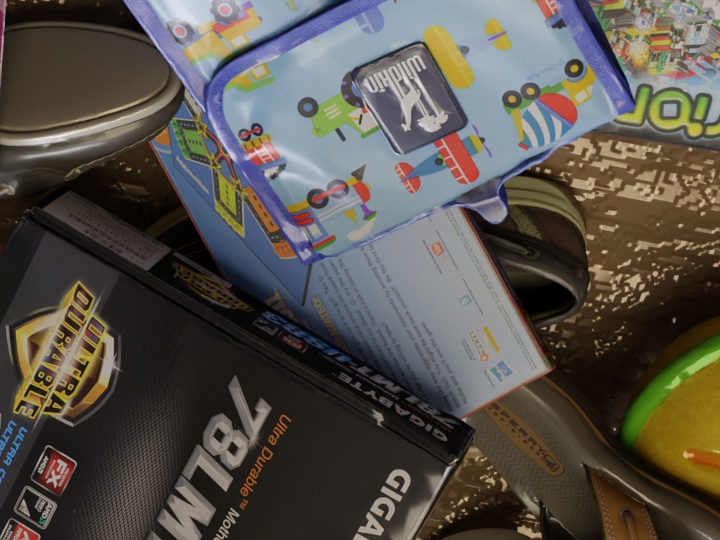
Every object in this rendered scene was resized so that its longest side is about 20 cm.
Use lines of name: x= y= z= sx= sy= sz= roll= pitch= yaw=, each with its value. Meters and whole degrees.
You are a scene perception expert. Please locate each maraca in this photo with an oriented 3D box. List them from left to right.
maraca: x=0.188 y=0.092 z=1.223 sx=0.137 sy=0.107 sz=0.200 roll=-29 pitch=132 yaw=11

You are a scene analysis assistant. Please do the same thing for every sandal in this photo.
sandal: x=0.105 y=0.110 z=1.159 sx=0.200 sy=0.055 sz=0.082 roll=44 pitch=142 yaw=0

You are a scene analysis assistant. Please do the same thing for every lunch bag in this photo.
lunch bag: x=0.003 y=-0.104 z=1.075 sx=0.150 sy=0.094 sz=0.200 roll=-27 pitch=107 yaw=14

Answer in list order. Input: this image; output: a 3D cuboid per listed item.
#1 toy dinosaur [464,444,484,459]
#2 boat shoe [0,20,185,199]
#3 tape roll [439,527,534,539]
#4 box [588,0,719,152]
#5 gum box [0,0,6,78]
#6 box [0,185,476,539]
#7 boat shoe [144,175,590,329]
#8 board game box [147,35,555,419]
toy dinosaur: x=-0.027 y=0.123 z=1.259 sx=0.101 sy=0.058 sz=0.200 roll=35 pitch=102 yaw=-35
boat shoe: x=-0.160 y=-0.054 z=1.123 sx=0.199 sy=0.067 sz=0.057 roll=-7 pitch=140 yaw=15
tape roll: x=0.025 y=0.205 z=1.216 sx=0.203 sy=0.203 sz=0.037 roll=-42 pitch=115 yaw=18
box: x=0.136 y=-0.107 z=1.141 sx=0.199 sy=0.035 sz=0.110 roll=8 pitch=119 yaw=-10
gum box: x=-0.201 y=-0.081 z=1.054 sx=0.113 sy=0.066 sz=0.201 roll=7 pitch=99 yaw=15
box: x=-0.086 y=0.100 z=1.118 sx=0.198 sy=0.050 sz=0.200 roll=32 pitch=109 yaw=6
boat shoe: x=0.000 y=0.000 z=1.173 sx=0.199 sy=0.065 sz=0.073 roll=-8 pitch=121 yaw=0
board game box: x=-0.013 y=-0.024 z=1.131 sx=0.103 sy=0.019 sz=0.201 roll=-29 pitch=89 yaw=10
